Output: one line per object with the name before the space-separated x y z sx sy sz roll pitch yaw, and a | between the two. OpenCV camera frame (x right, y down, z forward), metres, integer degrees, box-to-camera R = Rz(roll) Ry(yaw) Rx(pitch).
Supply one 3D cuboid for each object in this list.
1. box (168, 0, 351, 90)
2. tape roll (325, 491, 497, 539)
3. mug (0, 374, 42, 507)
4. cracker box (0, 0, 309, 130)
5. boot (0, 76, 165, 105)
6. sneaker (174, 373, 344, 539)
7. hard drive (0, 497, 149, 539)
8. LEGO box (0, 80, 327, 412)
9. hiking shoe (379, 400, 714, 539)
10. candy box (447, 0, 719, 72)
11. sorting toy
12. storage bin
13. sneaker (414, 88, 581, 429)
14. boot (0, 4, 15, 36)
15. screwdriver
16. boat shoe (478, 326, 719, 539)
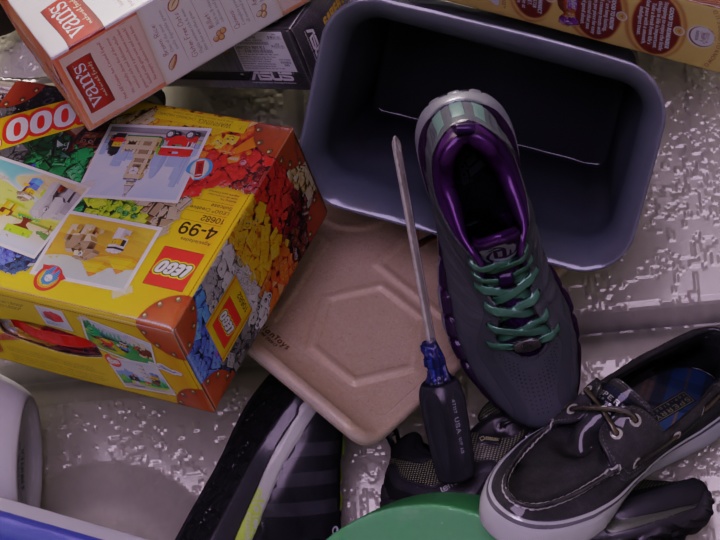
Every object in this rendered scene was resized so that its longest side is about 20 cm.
box | -0.082 -0.180 1.301 0.198 0.049 0.159 5 47 33
tape roll | 0.047 0.227 1.174 0.198 0.048 0.203 1 94 19
mug | -0.283 0.092 1.262 0.173 0.148 0.202 0 78 1
cracker box | -0.104 -0.177 1.223 0.199 0.058 0.134 -32 38 -8
boot | -0.220 -0.042 1.336 0.198 0.073 0.152 -5 69 2
sneaker | -0.041 0.130 1.261 0.083 0.072 0.201 39 70 -20
hard drive | -0.156 0.207 1.202 0.198 0.025 0.133 16 114 -2
LEGO box | -0.142 -0.018 1.198 0.198 0.077 0.150 11 55 28
hiking shoe | 0.104 0.118 1.220 0.198 0.076 0.102 -4 75 10
candy box | 0.138 -0.198 1.250 0.198 0.057 0.117 16 54 14
sorting toy | 0.000 0.000 1.263 0.185 0.037 0.200 38 57 23
storage bin | 0.076 -0.088 1.246 0.198 0.134 0.147 15 111 6
sneaker | 0.073 0.005 1.155 0.074 0.088 0.202 -18 105 6
boot | -0.327 -0.195 1.412 0.199 0.065 0.186 20 44 36
screwdriver | 0.033 0.024 1.176 0.029 0.028 0.202 -15 103 0
boat shoe | 0.144 0.086 1.166 0.199 0.067 0.070 -23 47 -34
